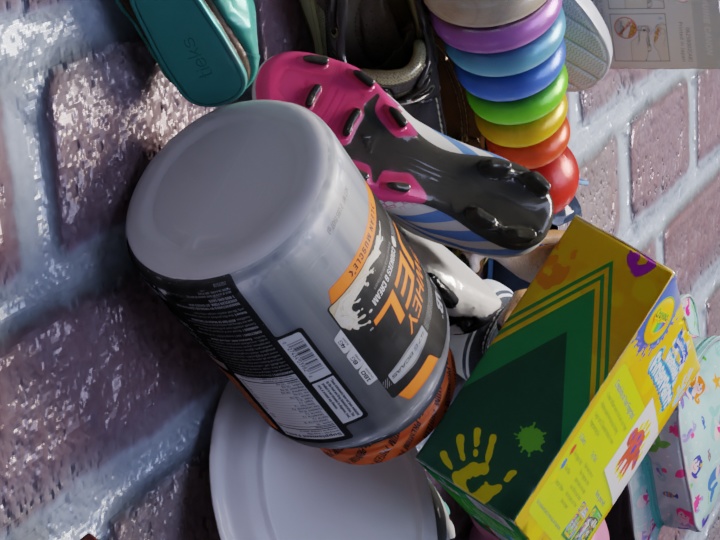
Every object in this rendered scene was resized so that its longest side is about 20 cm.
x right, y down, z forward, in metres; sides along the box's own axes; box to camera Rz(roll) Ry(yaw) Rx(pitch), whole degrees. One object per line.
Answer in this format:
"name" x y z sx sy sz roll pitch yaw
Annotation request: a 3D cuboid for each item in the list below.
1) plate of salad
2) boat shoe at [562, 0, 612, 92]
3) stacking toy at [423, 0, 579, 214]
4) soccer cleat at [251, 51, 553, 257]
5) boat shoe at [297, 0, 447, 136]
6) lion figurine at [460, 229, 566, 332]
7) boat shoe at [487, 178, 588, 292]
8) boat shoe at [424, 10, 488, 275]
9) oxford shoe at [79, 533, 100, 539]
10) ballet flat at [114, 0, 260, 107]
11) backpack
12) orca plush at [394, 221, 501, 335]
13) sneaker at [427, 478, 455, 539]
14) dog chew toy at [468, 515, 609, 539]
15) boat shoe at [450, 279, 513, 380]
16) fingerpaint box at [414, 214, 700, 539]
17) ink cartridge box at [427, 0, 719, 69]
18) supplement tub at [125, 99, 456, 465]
"plate of salad" -0.024 0.140 1.095 0.200 0.048 0.201 28 51 -41
"boat shoe" 0.083 -0.194 1.167 0.200 0.073 0.067 37 36 -24
"stacking toy" 0.095 -0.112 1.146 0.201 0.085 0.086 73 34 -44
"soccer cleat" 0.017 -0.058 1.080 0.199 0.086 0.070 27 71 -16
"boat shoe" 0.010 -0.123 1.101 0.073 0.065 0.201 -31 123 -11
"lion figurine" 0.144 0.041 1.238 0.122 0.072 0.201 -22 124 -15
"boat shoe" 0.138 -0.045 1.387 0.084 0.068 0.201 -28 119 -59
"boat shoe" 0.051 -0.067 1.206 0.068 0.072 0.201 -55 141 -47
"oxford shoe" -0.126 0.214 0.934 0.075 0.070 0.201 -39 136 -20
"ballet flat" -0.104 -0.166 0.904 0.200 0.067 0.071 62 17 -48
"backpack" 0.233 0.113 1.533 0.200 0.150 0.178 -58 142 -50
"orca plush" 0.000 0.000 1.122 0.071 0.105 0.200 -47 143 12
"sneaker" 0.000 0.199 1.156 0.091 0.077 0.201 57 41 -41
"dog chew toy" 0.137 0.216 1.384 0.125 0.124 0.201 -55 134 -44
"boat shoe" 0.125 0.074 1.322 0.071 0.091 0.200 -57 154 -11
"fingerpaint box" 0.123 0.082 1.105 0.167 0.073 0.200 -56 158 -7
"ink cartridge box" 0.134 -0.209 1.203 0.057 0.199 0.163 -62 146 -53
"supplement tub" -0.029 0.013 0.990 0.200 0.122 0.123 54 47 -46
